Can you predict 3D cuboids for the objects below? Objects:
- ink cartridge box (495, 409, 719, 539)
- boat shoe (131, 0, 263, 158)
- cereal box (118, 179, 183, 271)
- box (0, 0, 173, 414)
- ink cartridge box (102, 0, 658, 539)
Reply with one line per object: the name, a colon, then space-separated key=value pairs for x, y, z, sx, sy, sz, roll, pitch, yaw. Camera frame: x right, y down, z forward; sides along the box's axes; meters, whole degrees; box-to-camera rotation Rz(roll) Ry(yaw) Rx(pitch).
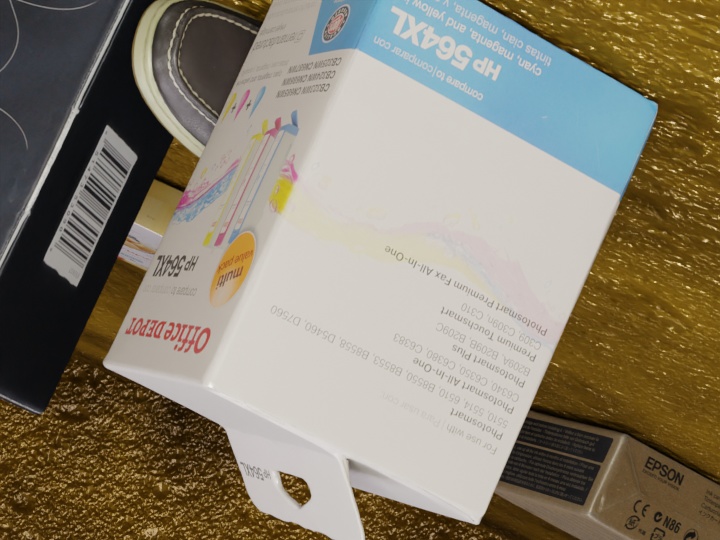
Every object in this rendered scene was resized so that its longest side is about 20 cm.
ink cartridge box: x=0.217 y=0.187 z=1.686 sx=0.200 sy=0.075 sz=0.165 roll=29 pitch=171 yaw=-29
boat shoe: x=-0.014 y=-0.065 z=0.941 sx=0.065 sy=0.073 sz=0.200 roll=-1 pitch=159 yaw=44
cereal box: x=-0.175 y=-0.041 z=1.532 sx=0.144 sy=0.040 sz=0.200 roll=24 pitch=171 yaw=1
box: x=-0.205 y=-0.067 z=0.977 sx=0.196 sy=0.200 sz=0.124 roll=22 pitch=171 yaw=15
ink cartridge box: x=0.000 y=0.000 z=0.826 sx=0.125 sy=0.200 sz=0.129 roll=28 pitch=170 yaw=-21
